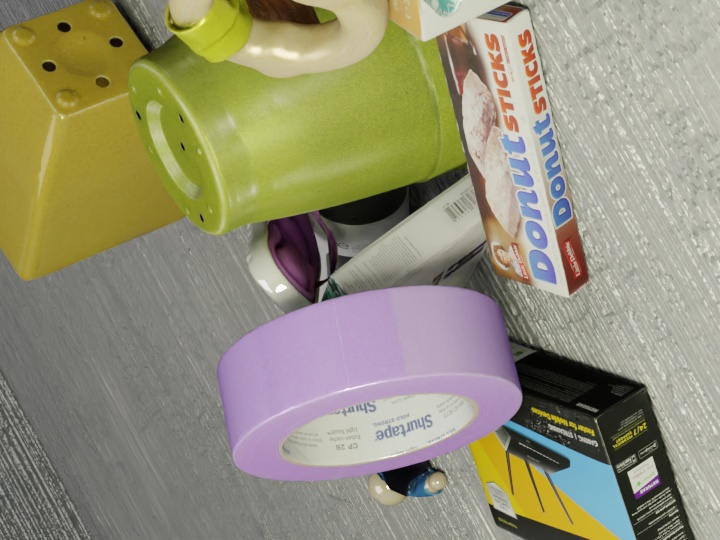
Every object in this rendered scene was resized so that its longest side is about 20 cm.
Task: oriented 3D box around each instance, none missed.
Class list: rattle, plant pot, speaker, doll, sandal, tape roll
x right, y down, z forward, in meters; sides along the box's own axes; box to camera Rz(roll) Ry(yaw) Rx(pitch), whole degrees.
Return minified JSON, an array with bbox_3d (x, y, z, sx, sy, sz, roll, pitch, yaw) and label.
[{"bbox_3d":[-0.018,-0.193,1.062,0.130,0.143,0.200,34,149,-19],"label":"rattle"},{"bbox_3d":[-0.045,-0.120,1.288,0.200,0.193,0.200,49,156,31],"label":"plant pot"},{"bbox_3d":[0.000,0.000,1.493,0.081,0.081,0.200,48,155,34],"label":"speaker"},{"bbox_3d":[0.021,0.145,1.665,0.136,0.048,0.200,39,157,28],"label":"doll"},{"bbox_3d":[-0.043,-0.024,1.346,0.082,0.050,0.203,49,-167,-23],"label":"sandal"},{"bbox_3d":[-0.276,-0.148,1.827,0.194,0.195,0.200,54,149,21],"label":"plant pot"},{"bbox_3d":[0.006,0.080,1.285,0.200,0.200,0.066,112,149,-64],"label":"tape roll"}]

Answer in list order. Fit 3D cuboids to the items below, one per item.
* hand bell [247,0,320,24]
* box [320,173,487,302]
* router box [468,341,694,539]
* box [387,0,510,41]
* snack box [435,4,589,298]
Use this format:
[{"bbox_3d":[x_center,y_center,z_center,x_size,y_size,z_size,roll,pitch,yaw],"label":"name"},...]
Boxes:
[{"bbox_3d":[-0.084,-0.193,1.208,0.200,0.104,0.104,45,154,41],"label":"hand bell"},{"bbox_3d":[0.026,0.015,1.353,0.036,0.144,0.200,48,156,13],"label":"box"},{"bbox_3d":[0.147,0.136,1.349,0.200,0.051,0.149,17,131,60],"label":"router box"},{"bbox_3d":[0.015,-0.252,1.102,0.200,0.106,0.152,40,150,45],"label":"box"},{"bbox_3d":[0.097,-0.079,1.226,0.072,0.024,0.200,18,134,47],"label":"snack box"}]
